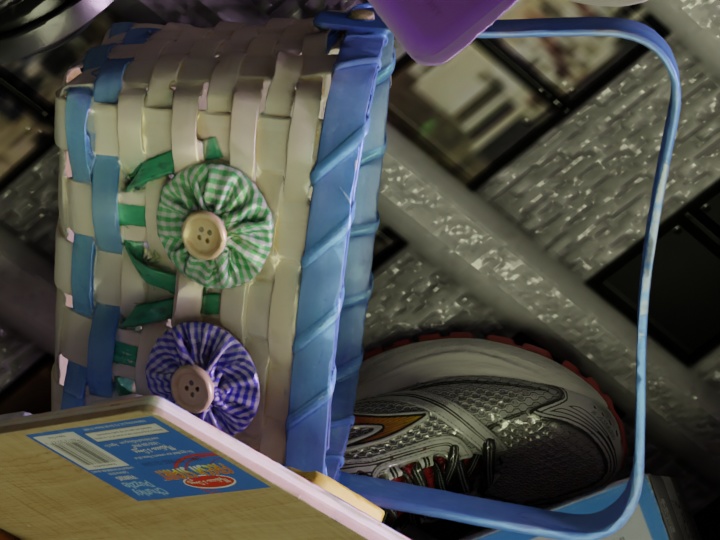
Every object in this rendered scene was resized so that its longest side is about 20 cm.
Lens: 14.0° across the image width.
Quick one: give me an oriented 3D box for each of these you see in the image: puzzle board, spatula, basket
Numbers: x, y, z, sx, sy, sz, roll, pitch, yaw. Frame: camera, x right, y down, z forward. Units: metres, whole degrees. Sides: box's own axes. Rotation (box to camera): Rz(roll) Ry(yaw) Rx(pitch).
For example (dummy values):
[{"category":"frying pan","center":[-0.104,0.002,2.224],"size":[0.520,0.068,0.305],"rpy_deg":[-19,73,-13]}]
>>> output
[{"category":"puzzle board","center":[-0.054,0.082,0.952],"size":[0.150,0.017,0.200],"rpy_deg":[33,156,-25]},{"category":"spatula","center":[0.086,-0.137,0.913],"size":[0.199,0.057,0.021],"rpy_deg":[-33,157,-10]},{"category":"basket","center":[0.000,0.000,0.962],"size":[0.199,0.139,0.177],"rpy_deg":[3,109,0]}]

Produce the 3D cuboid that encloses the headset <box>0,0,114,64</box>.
[{"category":"headset","center":[-0.134,-0.115,0.924],"size":[0.123,0.094,0.200],"rpy_deg":[30,105,-23]}]

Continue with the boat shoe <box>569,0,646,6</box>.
[{"category":"boat shoe","center":[0.011,-0.141,0.866],"size":[0.199,0.060,0.074],"rpy_deg":[20,125,8]}]

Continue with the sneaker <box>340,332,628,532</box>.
[{"category":"sneaker","center":[0.000,0.080,1.080],"size":[0.199,0.082,0.078],"rpy_deg":[-7,130,-3]}]

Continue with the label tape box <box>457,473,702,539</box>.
[{"category":"label tape box","center":[0.061,0.130,1.119],"size":[0.144,0.064,0.200],"rpy_deg":[-21,172,8]}]

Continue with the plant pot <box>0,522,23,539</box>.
[{"category":"plant pot","center":[-0.140,0.182,1.082],"size":[0.200,0.200,0.183],"rpy_deg":[31,107,-28]}]
